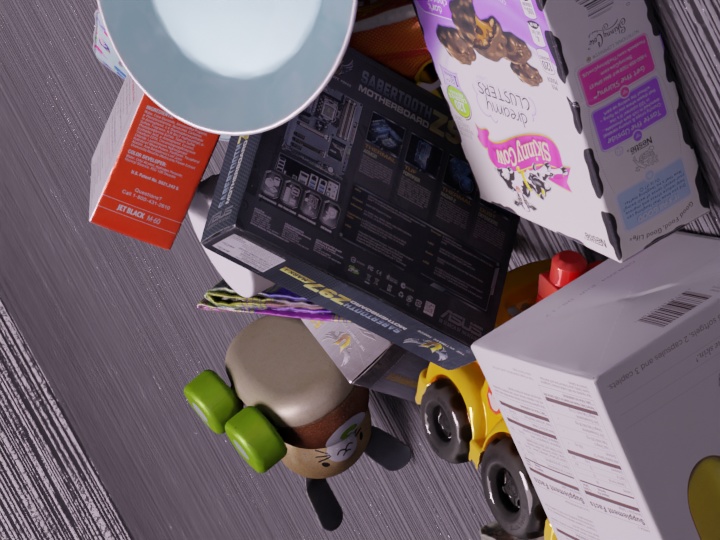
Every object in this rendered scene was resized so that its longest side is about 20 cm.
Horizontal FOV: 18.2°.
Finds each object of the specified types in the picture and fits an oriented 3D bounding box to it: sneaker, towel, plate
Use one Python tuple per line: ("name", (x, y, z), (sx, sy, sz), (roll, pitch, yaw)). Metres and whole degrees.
("sneaker", (0.010, -0.148, 1.487), (0.199, 0.073, 0.077), (-3, 129, 47))
("towel", (0.000, 0.000, 1.594), (0.199, 0.144, 0.023), (3, 114, 21))
("plate", (-0.081, -0.184, 1.385), (0.199, 0.026, 0.201), (8, 106, 30))

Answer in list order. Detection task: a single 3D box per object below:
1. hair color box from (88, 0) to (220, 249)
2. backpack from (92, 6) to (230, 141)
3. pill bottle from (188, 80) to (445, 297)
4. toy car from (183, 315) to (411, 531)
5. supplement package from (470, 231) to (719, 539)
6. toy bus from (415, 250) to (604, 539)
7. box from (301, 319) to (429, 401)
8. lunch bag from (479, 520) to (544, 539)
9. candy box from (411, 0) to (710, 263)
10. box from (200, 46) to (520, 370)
("hair color box", (-0.118, -0.129, 1.505), (0.111, 0.064, 0.201), (-101, 33, -64))
("backpack", (-0.096, -0.182, 1.644), (0.199, 0.151, 0.178), (28, 168, -3))
("pill bottle", (-0.015, -0.066, 1.555), (0.113, 0.199, 0.113), (51, 160, 27))
("toy car", (-0.030, 0.141, 2.003), (0.158, 0.164, 0.200), (36, 160, 52))
("supplement package", (0.195, 0.103, 1.332), (0.151, 0.151, 0.201), (14, 131, 65))
("toy bus", (0.131, 0.059, 1.499), (0.200, 0.135, 0.193), (44, 143, 46))
("box", (-0.016, 0.012, 1.806), (0.200, 0.048, 0.158), (52, -167, 22))
("lunch bag", (0.198, 0.262, 1.636), (0.200, 0.117, 0.165), (26, 142, 50))
("candy box", (0.110, -0.123, 1.339), (0.168, 0.071, 0.201), (28, 143, 58))
("box", (0.009, -0.048, 1.450), (0.199, 0.158, 0.051), (27, 153, -24))
